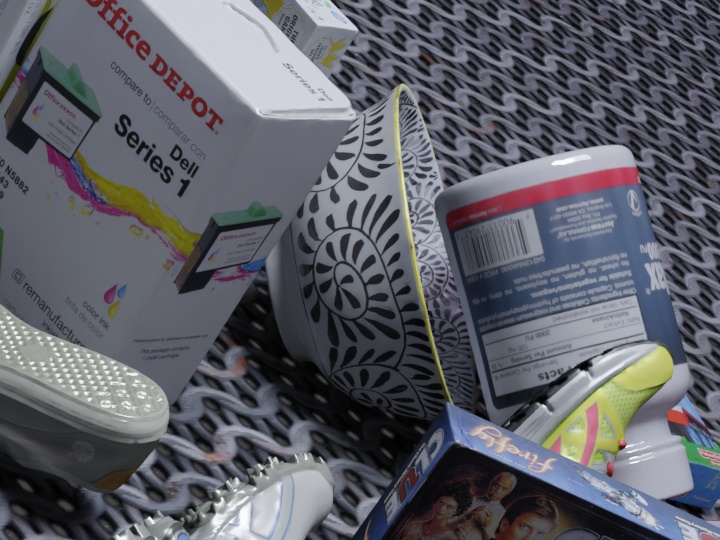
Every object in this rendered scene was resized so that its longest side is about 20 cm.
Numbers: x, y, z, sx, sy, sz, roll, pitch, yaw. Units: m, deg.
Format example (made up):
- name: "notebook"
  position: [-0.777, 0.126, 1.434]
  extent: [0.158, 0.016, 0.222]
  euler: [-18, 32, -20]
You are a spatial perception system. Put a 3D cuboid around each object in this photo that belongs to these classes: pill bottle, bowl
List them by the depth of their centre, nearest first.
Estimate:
- name: "pill bottle"
  position: [0.122, 0.039, 1.480]
  extent: [0.120, 0.120, 0.200]
  euler: [-8, 83, -56]
- name: "bowl"
  position: [0.000, 0.000, 1.484]
  extent: [0.094, 0.201, 0.201]
  euler: [-10, 25, 9]

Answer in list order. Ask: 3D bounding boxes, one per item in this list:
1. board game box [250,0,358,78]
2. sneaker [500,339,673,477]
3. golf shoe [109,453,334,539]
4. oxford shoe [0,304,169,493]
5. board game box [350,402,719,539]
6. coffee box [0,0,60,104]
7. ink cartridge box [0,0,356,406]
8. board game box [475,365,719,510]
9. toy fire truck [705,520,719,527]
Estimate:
- name: "board game box"
  position: [-0.098, -0.096, 1.452]
  extent: [0.034, 0.200, 0.134]
  euler: [3, 38, -49]
- name: "sneaker"
  position: [0.102, 0.118, 1.370]
  extent: [0.090, 0.200, 0.078]
  euler: [46, -13, 2]
- name: "golf shoe"
  position: [-0.062, 0.152, 1.219]
  extent: [0.097, 0.078, 0.200]
  euler: [55, 33, 6]
- name: "oxford shoe"
  position: [-0.184, 0.051, 1.257]
  extent: [0.200, 0.058, 0.075]
  euler: [25, 27, 19]
- name: "board game box"
  position: [0.094, 0.162, 1.290]
  extent: [0.200, 0.136, 0.035]
  euler: [25, 26, -17]
- name: "coffee box"
  position: [-0.246, -0.174, 1.415]
  extent: [0.200, 0.200, 0.198]
  euler: [35, 24, 3]
- name: "ink cartridge box"
  position: [-0.117, -0.048, 1.339]
  extent: [0.145, 0.200, 0.084]
  euler: [45, 26, 26]
- name: "board game box"
  position: [0.134, 0.061, 1.649]
  extent: [0.151, 0.037, 0.200]
  euler: [16, 29, -33]
- name: "toy fire truck"
  position: [0.213, 0.180, 1.466]
  extent: [0.200, 0.112, 0.168]
  euler: [4, 11, -46]
